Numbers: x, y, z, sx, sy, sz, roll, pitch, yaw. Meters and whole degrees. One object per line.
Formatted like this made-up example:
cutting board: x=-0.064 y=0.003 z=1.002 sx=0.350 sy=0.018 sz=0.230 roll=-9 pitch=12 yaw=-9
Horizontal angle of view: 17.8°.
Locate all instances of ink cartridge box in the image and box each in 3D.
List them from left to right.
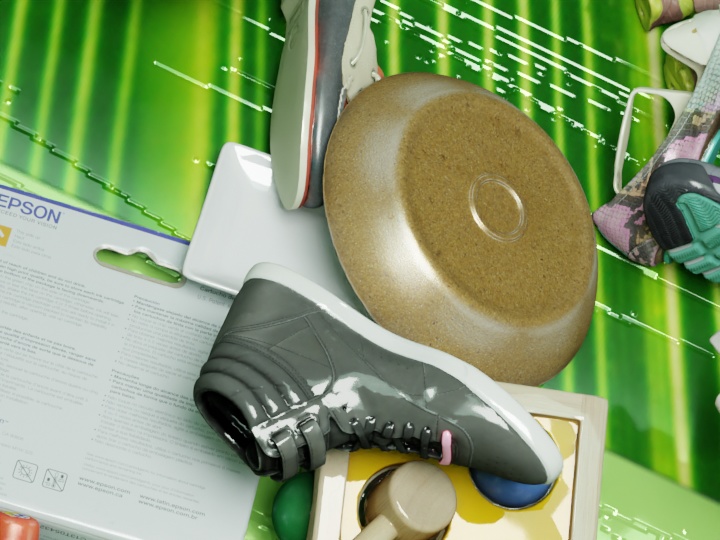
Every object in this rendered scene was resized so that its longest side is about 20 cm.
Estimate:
ink cartridge box: x=-0.144 y=0.066 z=1.293 sx=0.195 sy=0.043 sz=0.201 roll=17 pitch=54 yaw=-5

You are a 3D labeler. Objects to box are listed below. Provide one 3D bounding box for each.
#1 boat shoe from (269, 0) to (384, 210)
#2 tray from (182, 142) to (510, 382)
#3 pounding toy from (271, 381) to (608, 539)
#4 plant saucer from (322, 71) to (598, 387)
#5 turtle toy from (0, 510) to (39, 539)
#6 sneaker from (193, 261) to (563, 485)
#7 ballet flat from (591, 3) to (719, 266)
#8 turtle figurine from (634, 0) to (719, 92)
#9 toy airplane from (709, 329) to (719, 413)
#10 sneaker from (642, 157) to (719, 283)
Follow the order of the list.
boat shoe: x=-0.015 y=-0.126 z=1.359 sx=0.062 sy=0.071 sz=0.201 roll=12 pitch=65 yaw=-19
tray: x=0.000 y=0.000 z=1.342 sx=0.199 sy=0.022 sz=0.108 roll=19 pitch=50 yaw=-4
pounding toy: x=0.026 y=0.150 z=1.257 sx=0.199 sy=0.142 sz=0.185 roll=9 pitch=74 yaw=-7
plant saucer: x=0.070 y=-0.030 z=1.322 sx=0.199 sy=0.035 sz=0.201 roll=18 pitch=58 yaw=-31
turtle toy: x=-0.207 y=0.176 z=1.199 sx=0.145 sy=0.200 sz=0.101 roll=-23 pitch=49 yaw=-1
sneaker: x=0.002 y=0.083 z=1.193 sx=0.199 sy=0.071 sz=0.099 roll=29 pitch=62 yaw=14
ballet flat: x=0.197 y=-0.100 z=1.364 sx=0.071 sy=0.069 sz=0.201 roll=30 pitch=102 yaw=11
turtle figurine: x=0.253 y=-0.177 z=1.422 sx=0.161 sy=0.064 sz=0.201 roll=-20 pitch=95 yaw=-4
toy airplane: x=0.274 y=0.102 z=1.284 sx=0.141 sy=0.199 sz=0.201 roll=-22 pitch=78 yaw=-4
sneaker: x=0.239 y=-0.035 z=1.360 sx=0.200 sy=0.074 sz=0.088 roll=30 pitch=56 yaw=-36
